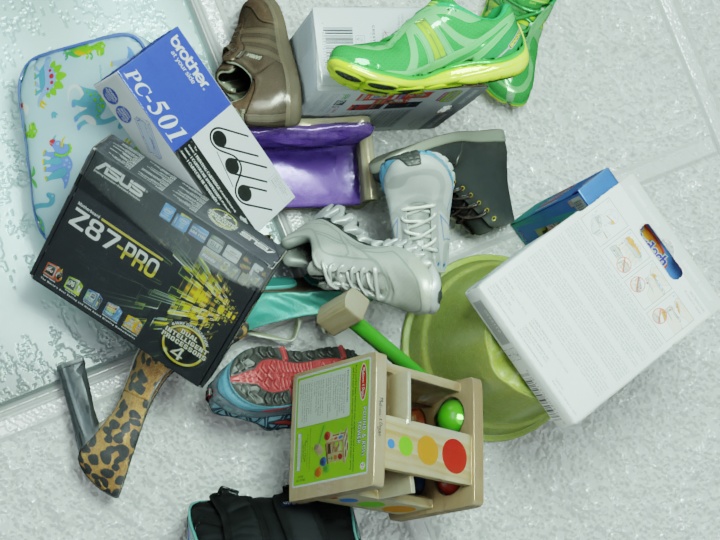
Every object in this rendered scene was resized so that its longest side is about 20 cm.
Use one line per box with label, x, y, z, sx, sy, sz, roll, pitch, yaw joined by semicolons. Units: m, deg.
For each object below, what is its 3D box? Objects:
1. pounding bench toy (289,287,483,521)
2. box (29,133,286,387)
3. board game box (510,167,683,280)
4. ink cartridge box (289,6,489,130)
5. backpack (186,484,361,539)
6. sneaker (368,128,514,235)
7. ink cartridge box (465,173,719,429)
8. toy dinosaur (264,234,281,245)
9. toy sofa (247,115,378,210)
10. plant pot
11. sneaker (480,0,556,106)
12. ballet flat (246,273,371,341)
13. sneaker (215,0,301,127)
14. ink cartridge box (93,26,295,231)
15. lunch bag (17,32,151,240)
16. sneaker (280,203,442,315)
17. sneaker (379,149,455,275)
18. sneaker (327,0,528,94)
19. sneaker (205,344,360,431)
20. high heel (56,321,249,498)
pounding bench toy;0.033;0.129;1.480;0.156;0.124;0.201;16;66;-37
box;-0.190;-0.007;1.432;0.200;0.049;0.161;34;118;1
board game box;0.245;-0.015;1.578;0.045;0.200;0.152;-37;93;-16
ink cartridge box;0.018;-0.199;1.547;0.175;0.200;0.084;-2;84;-14
backpack;-0.077;0.304;1.457;0.175;0.200;0.154;0;103;-14
sneaker;0.095;-0.085;1.582;0.200;0.075;0.107;-13;89;-46
ink cartridge box;0.223;0.028;1.459;0.200;0.050;0.161;-36;92;-19
toy dinosaur;-0.153;-0.010;1.544;0.199;0.106;0.061;3;88;-20
toy sofa;-0.083;-0.105;1.564;0.199;0.098;0.083;-3;83;-15
plant pot;0.159;0.071;1.553;0.200;0.184;0.201;2;82;-13
sneaker;0.168;-0.277;1.655;0.074;0.084;0.201;9;81;-13
ballet flat;-0.058;0.035;1.576;0.199;0.067;0.071;-6;108;-14
sneaker;-0.111;-0.215;1.539;0.075;0.071;0.200;-4;39;-14
ink cartridge box;-0.154;-0.120;1.447;0.200;0.044;0.094;56;48;-13
lunch bag;-0.245;-0.125;1.506;0.160;0.082;0.201;-12;81;20
sneaker;0.000;0.000;1.501;0.081;0.200;0.075;-22;122;-35
sneaker;0.062;-0.038;1.520;0.075;0.200;0.087;-6;54;4
sneaker;0.058;-0.207;1.409;0.200;0.074;0.084;-10;94;-24
sneaker;-0.069;0.121;1.551;0.200;0.095;0.080;13;61;-36
high heel;-0.190;0.133;1.515;0.199;0.071;0.143;-18;81;1
